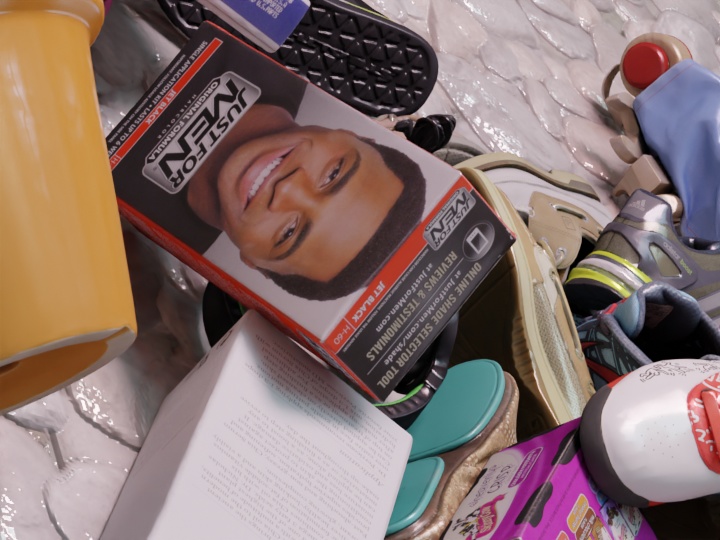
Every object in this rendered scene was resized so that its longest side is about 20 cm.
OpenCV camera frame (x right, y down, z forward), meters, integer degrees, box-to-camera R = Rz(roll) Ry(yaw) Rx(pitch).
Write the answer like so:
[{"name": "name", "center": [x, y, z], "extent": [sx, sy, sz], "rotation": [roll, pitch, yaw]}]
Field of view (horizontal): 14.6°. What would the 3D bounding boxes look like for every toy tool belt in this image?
[{"name": "toy tool belt", "center": [0.218, -0.079, 1.784], "extent": [0.200, 0.125, 0.123], "rotation": [54, 20, 19]}]

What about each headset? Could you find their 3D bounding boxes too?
[{"name": "headset", "center": [0.000, 0.000, 1.395], "extent": [0.123, 0.094, 0.200], "rotation": [33, 37, -5]}]

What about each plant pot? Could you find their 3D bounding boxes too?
[{"name": "plant pot", "center": [-0.180, -0.034, 1.129], "extent": [0.200, 0.200, 0.184], "rotation": [-8, 73, -57]}]

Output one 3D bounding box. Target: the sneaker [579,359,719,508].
[{"name": "sneaker", "center": [0.201, 0.063, 1.318], "extent": [0.201, 0.108, 0.067], "rotation": [-2, 75, -44]}]

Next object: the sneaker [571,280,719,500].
[{"name": "sneaker", "center": [0.154, 0.043, 1.482], "extent": [0.079, 0.096, 0.200], "rotation": [-21, 28, -30]}]

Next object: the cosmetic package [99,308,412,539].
[{"name": "cosmetic package", "center": [-0.050, 0.113, 1.207], "extent": [0.101, 0.071, 0.200], "rotation": [39, 27, -10]}]

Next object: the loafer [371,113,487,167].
[{"name": "loafer", "center": [-0.004, -0.060, 1.517], "extent": [0.063, 0.072, 0.200], "rotation": [48, 29, 22]}]

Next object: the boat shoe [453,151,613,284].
[{"name": "boat shoe", "center": [0.091, -0.017, 1.575], "extent": [0.200, 0.075, 0.068], "rotation": [-3, 50, -54]}]

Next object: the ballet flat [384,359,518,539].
[{"name": "ballet flat", "center": [0.040, 0.111, 1.360], "extent": [0.065, 0.070, 0.200], "rotation": [66, 26, -16]}]

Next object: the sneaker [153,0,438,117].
[{"name": "sneaker", "center": [-0.047, -0.142, 1.595], "extent": [0.200, 0.072, 0.083], "rotation": [30, 5, -26]}]

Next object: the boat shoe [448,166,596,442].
[{"name": "boat shoe", "center": [0.086, 0.042, 1.467], "extent": [0.063, 0.073, 0.201], "rotation": [1, 62, -50]}]

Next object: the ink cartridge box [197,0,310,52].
[{"name": "ink cartridge box", "center": [-0.140, -0.204, 1.435], "extent": [0.200, 0.043, 0.196], "rotation": [40, 4, 26]}]

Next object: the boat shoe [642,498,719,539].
[{"name": "boat shoe", "center": [0.171, 0.149, 1.479], "extent": [0.200, 0.071, 0.065], "rotation": [-111, 180, -50]}]

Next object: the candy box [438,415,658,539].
[{"name": "candy box", "center": [0.112, 0.185, 1.283], "extent": [0.200, 0.061, 0.136], "rotation": [60, 26, -9]}]

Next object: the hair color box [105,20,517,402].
[{"name": "hair color box", "center": [-0.033, -0.031, 1.305], "extent": [0.200, 0.102, 0.061], "rotation": [32, -10, 43]}]

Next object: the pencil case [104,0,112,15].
[{"name": "pencil case", "center": [-0.207, -0.175, 1.373], "extent": [0.200, 0.091, 0.094], "rotation": [33, -8, -21]}]

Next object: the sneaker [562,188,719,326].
[{"name": "sneaker", "center": [0.196, 0.027, 1.602], "extent": [0.074, 0.081, 0.200], "rotation": [17, -17, 43]}]
